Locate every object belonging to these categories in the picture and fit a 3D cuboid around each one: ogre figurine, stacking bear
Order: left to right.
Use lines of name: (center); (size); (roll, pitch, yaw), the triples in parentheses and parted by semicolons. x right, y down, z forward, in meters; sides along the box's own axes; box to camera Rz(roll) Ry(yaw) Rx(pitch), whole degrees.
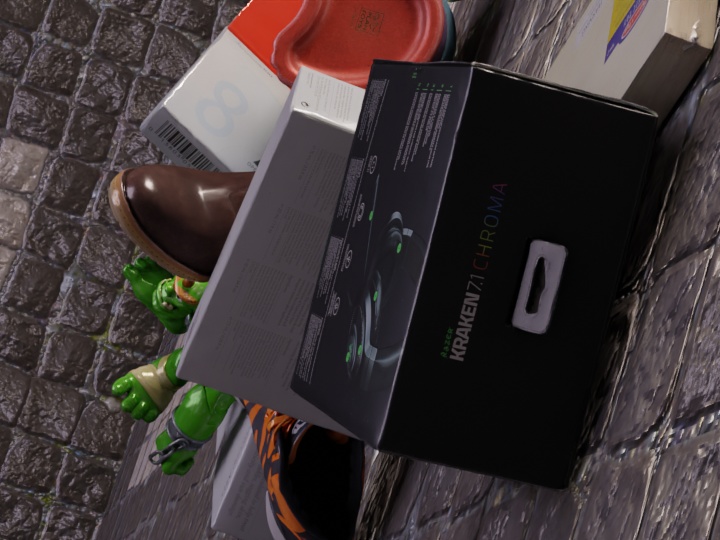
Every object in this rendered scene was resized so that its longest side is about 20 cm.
ogre figurine: (-0.115, 0.032, 1.665); (0.120, 0.098, 0.201); (-31, 36, 45)
stacking bear: (0.016, -0.165, 1.689); (0.200, 0.113, 0.122); (31, -104, -81)

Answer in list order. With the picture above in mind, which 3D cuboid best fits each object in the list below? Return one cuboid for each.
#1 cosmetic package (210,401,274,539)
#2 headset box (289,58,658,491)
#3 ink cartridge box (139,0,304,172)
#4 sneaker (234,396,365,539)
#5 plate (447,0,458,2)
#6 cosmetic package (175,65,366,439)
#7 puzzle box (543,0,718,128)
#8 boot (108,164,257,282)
cosmetic package: (-0.058, 0.113, 1.677); (0.200, 0.074, 0.102); (-92, 24, -71)
headset box: (0.049, -0.004, 1.075); (0.200, 0.092, 0.175); (-162, 86, -76)
ink cartridge box: (-0.048, -0.119, 1.730); (0.047, 0.160, 0.200); (-35, 15, 53)
sneaker: (-0.035, 0.078, 1.408); (0.112, 0.077, 0.201); (129, 124, -76)
plate: (0.123, -0.295, 1.600); (0.200, 0.032, 0.201); (142, 147, -74)
cosmetic package: (0.000, 0.000, 1.298); (0.052, 0.150, 0.200); (-79, 12, -54)
puzzle box: (0.125, -0.095, 1.142); (0.200, 0.025, 0.133); (120, 167, -51)
boot: (-0.028, -0.055, 1.348); (0.166, 0.200, 0.073); (-36, 54, 31)
